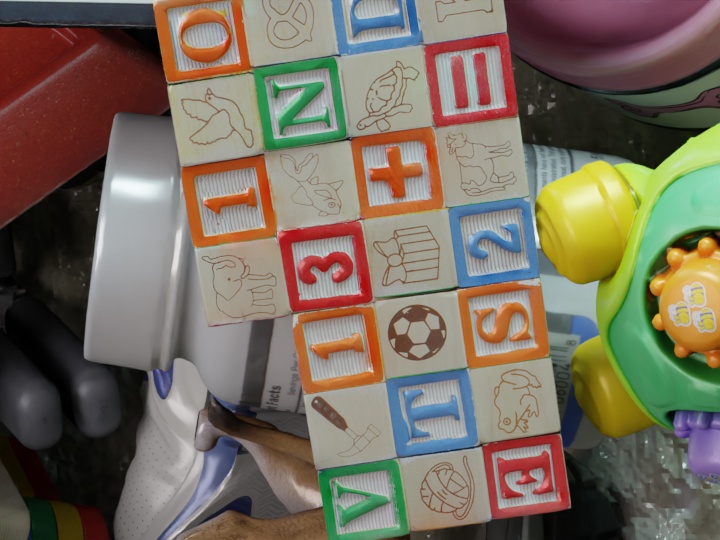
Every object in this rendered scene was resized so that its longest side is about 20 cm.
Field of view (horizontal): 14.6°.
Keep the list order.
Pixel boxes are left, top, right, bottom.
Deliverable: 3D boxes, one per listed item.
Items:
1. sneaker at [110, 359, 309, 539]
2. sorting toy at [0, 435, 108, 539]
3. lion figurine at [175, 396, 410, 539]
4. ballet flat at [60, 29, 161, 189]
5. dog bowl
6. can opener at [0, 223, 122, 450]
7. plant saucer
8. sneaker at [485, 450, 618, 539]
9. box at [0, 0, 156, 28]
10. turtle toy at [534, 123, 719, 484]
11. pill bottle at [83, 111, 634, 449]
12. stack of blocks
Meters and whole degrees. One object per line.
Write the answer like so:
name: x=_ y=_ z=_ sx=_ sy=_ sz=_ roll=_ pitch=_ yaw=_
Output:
sneaker: x=-0.063 y=0.048 z=1.211 sx=0.115 sy=0.080 sz=0.200 roll=53 pitch=129 yaw=43
sorting toy: x=-0.175 y=0.165 z=1.258 sx=0.199 sy=0.070 sz=0.200 roll=-134 pitch=57 yaw=-64
lion figurine: x=-0.016 y=0.140 z=1.122 sx=0.122 sy=0.073 sz=0.200 roll=8 pitch=123 yaw=0
ballet flat: x=-0.097 y=-0.120 z=1.256 sx=0.066 sy=0.057 sz=0.200 roll=36 pitch=120 yaw=19
dog bowl: x=0.109 y=-0.154 z=1.058 sx=0.200 sy=0.074 sz=0.200 roll=0 pitch=90 yaw=40
can opener: x=-0.160 y=0.022 z=1.253 sx=0.200 sy=0.053 sz=0.067 roll=-137 pitch=39 yaw=-58
plant saucer: x=-0.206 y=-0.075 z=1.197 sx=0.200 sy=0.200 sz=0.037 roll=37 pitch=157 yaw=42
sneaker: x=0.058 y=0.168 z=1.106 sx=0.079 sy=0.075 sz=0.200 roll=-1 pitch=90 yaw=42
box: x=-0.097 y=-0.187 z=1.015 sx=0.123 sy=0.198 sz=0.200 roll=-163 pitch=74 yaw=-69
turtle toy: x=0.151 y=0.027 z=0.971 sx=0.101 sy=0.146 sz=0.200 roll=-121 pitch=11 yaw=-49
pill bottle: x=0.000 y=0.000 z=1.062 sx=0.200 sy=0.114 sz=0.114 roll=8 pitch=98 yaw=-3
stack of blocks: x=0.002 y=-0.011 z=0.969 sx=0.115 sy=0.059 sz=0.200 roll=-9 pitch=107 yaw=2
